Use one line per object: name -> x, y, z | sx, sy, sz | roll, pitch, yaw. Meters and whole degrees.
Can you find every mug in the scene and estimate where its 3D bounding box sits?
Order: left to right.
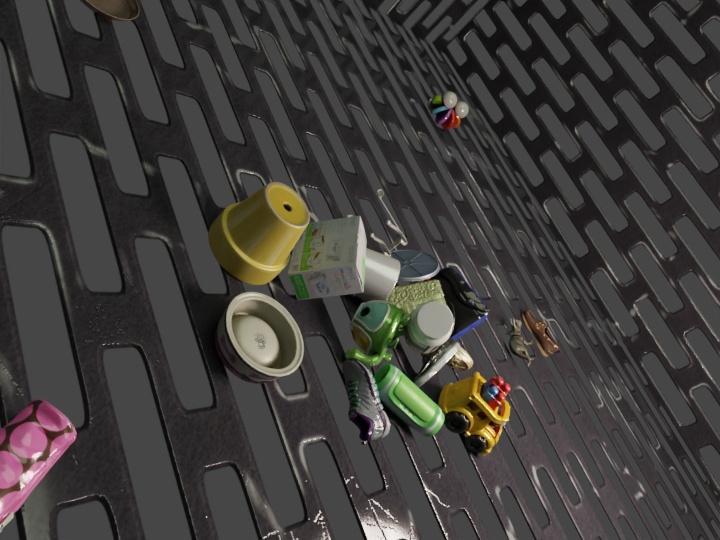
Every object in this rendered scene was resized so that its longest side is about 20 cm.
mug -> -0.001, 0.007, 1.649 | 0.152, 0.186, 0.151 | 28, 70, -18

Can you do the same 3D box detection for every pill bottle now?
pill bottle -> 0.181, 0.150, 1.568 | 0.117, 0.116, 0.200 | 58, -12, 12

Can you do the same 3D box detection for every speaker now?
speaker -> 0.119, 0.328, 1.489 | 0.200, 0.088, 0.089 | 44, 32, -12

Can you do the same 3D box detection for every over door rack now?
over door rack -> 0.037, -0.126, 1.789 | 0.066, 0.147, 0.201 | 7, 52, -55

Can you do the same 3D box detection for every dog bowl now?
dog bowl -> -0.220, 0.149, 1.252 | 0.199, 0.074, 0.201 | 33, 36, -28

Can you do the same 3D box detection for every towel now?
towel -> 0.157, 0.107, 1.714 | 0.198, 0.037, 0.150 | -13, 69, -13

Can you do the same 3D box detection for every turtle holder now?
turtle holder -> 0.035, 0.164, 1.523 | 0.131, 0.187, 0.141 | 27, -4, 8

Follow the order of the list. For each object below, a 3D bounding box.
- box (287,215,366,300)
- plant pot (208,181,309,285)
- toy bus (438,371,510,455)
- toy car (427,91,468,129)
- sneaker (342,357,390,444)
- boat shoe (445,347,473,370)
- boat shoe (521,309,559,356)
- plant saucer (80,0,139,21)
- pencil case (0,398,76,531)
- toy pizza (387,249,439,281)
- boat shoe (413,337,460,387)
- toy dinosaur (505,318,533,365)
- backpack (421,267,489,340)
box -> -0.079, -0.036, 1.503 | 0.201, 0.174, 0.097 | -87, 167, -48
plant pot -> -0.224, -0.098, 1.389 | 0.200, 0.188, 0.202 | 33, 36, -28
toy bus -> 0.342, 0.379, 1.620 | 0.200, 0.192, 0.136 | 46, 30, -10
toy car -> 0.432, -0.798, 2.991 | 0.199, 0.174, 0.151 | 28, 74, -32
sneaker -> -0.003, 0.300, 1.376 | 0.087, 0.074, 0.201 | -8, 65, -49
boat shoe -> 0.246, 0.248, 1.752 | 0.199, 0.073, 0.063 | 31, 42, -11
boat shoe -> 0.720, 0.240, 2.356 | 0.070, 0.070, 0.201 | -1, 57, -51
plant saucer -> -0.698, -0.744, 1.593 | 0.199, 0.032, 0.201 | 32, 37, -27
pencil case -> -0.471, 0.270, 0.798 | 0.093, 0.092, 0.201 | 13, 36, 7
toy pizza -> 0.145, -0.009, 1.821 | 0.198, 0.032, 0.201 | 0, 28, 0
boat shoe -> 0.204, 0.254, 1.657 | 0.057, 0.069, 0.199 | 46, 53, 11
toy dinosaur -> 0.572, 0.278, 2.144 | 0.102, 0.077, 0.201 | 28, 42, -13
backpack -> 0.267, 0.108, 1.823 | 0.162, 0.168, 0.201 | -30, 72, -14
